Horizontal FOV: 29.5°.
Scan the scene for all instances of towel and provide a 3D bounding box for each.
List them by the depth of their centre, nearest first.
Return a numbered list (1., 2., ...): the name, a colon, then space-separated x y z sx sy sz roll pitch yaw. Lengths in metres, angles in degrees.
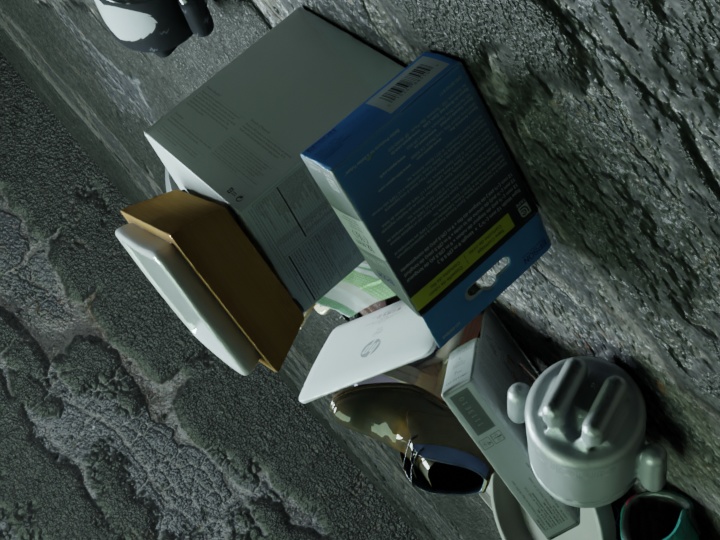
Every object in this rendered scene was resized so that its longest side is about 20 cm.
1. towel: 0.000 0.000 1.440 0.148 0.031 0.199 17 155 -36

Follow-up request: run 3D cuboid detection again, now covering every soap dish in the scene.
1. soap dish: -0.139 0.005 1.253 0.158 0.081 0.200 54 167 -20

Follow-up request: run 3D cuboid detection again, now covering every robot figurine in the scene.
1. robot figurine: 0.214 0.156 1.303 0.169 0.113 0.201 28 160 23
2. robot figurine: -0.237 -0.318 1.491 0.200 0.148 0.126 79 -171 -66

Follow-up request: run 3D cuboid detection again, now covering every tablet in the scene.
1. tablet: 0.021 0.076 1.514 0.199 0.131 0.014 -25 115 38

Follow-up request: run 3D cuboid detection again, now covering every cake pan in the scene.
1. cake pan: 0.225 0.282 1.585 0.200 0.036 0.203 31 128 50

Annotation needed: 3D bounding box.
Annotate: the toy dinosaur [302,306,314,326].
1. toy dinosaur: -0.037 -0.031 1.649 0.058 0.201 0.102 -4 132 20

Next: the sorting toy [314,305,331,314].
1. sorting toy: -0.094 -0.066 1.813 0.200 0.106 0.181 37 -160 -54

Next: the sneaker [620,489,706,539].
1. sneaker: 0.333 0.293 1.376 0.200 0.084 0.121 43 176 35

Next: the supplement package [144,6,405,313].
1. supplement package: -0.056 -0.108 1.290 0.191 0.200 0.148 38 164 45

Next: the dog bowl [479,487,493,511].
1. dog bowl: 0.215 0.301 1.871 0.200 0.059 0.200 48 168 14

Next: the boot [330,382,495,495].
1. boot: 0.057 0.178 1.448 0.198 0.097 0.075 10 119 8

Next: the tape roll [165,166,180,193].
1. tape roll: -0.114 -0.108 1.497 0.201 0.200 0.066 51 169 -4

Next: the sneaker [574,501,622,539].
1. sneaker: 0.266 0.286 1.610 0.078 0.070 0.200 49 169 -22

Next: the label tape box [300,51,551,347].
1. label tape box: 0.060 -0.058 1.147 0.066 0.143 0.201 31 158 55

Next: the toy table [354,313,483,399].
1. toy table: 0.094 0.134 1.573 0.198 0.186 0.117 8 178 -11

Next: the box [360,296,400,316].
1. box: 0.027 0.003 1.628 0.100 0.075 0.200 44 168 25

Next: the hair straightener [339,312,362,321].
1. hair straightener: -0.005 0.034 1.823 0.041 0.077 0.200 44 167 17

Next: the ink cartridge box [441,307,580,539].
1. ink cartridge box: 0.164 0.156 1.444 0.201 0.043 0.174 53 -159 -14
